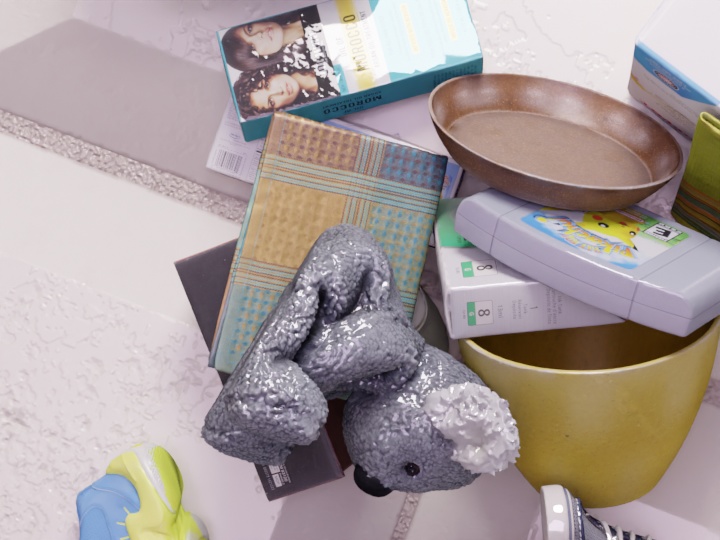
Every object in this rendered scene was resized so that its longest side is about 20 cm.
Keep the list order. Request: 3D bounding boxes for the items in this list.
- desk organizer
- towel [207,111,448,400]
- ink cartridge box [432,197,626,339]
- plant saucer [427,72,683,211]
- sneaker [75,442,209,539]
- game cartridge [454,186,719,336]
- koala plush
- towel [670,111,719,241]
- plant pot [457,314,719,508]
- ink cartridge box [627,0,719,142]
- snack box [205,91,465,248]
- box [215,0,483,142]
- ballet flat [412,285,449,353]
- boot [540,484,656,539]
[{"bbox_3d":[-0.064,0.068,1.699,0.071,0.077,0.201,-20,94,25],"label":"desk organizer"},{"bbox_3d":[-0.023,-0.007,1.644,0.145,0.022,0.202,14,87,-9],"label":"towel"},{"bbox_3d":[0.157,-0.011,1.634,0.198,0.161,0.050,-7,115,1],"label":"ink cartridge box"},{"bbox_3d":[0.145,-0.095,1.648,0.199,0.200,0.035,17,117,7],"label":"plant saucer"},{"bbox_3d":[-0.163,0.243,1.709,0.104,0.076,0.201,-27,76,16],"label":"sneaker"},{"bbox_3d":[0.175,-0.017,1.583,0.199,0.133,0.041,25,121,25],"label":"game cartridge"},{"bbox_3d":[0.018,0.086,1.556,0.199,0.177,0.185,32,74,-3],"label":"koala plush"},{"bbox_3d":[0.275,-0.054,1.612,0.086,0.200,0.018,34,76,13],"label":"towel"},{"bbox_3d":[0.173,0.093,1.631,0.198,0.200,0.143,-2,114,6],"label":"plant pot"},{"bbox_3d":[0.299,-0.163,1.617,0.146,0.200,0.146,38,89,7],"label":"ink cartridge box"},{"bbox_3d":[-0.020,-0.083,1.734,0.198,0.024,0.072,19,89,7],"label":"snack box"},{"bbox_3d":[-0.008,-0.171,1.712,0.198,0.049,0.083,-16,75,-2],"label":"box"},{"bbox_3d":[0.000,0.000,1.689,0.067,0.064,0.201,-38,93,-8],"label":"ballet flat"},{"bbox_3d":[0.182,0.207,1.607,0.089,0.200,0.073,-5,67,6],"label":"boot"}]
